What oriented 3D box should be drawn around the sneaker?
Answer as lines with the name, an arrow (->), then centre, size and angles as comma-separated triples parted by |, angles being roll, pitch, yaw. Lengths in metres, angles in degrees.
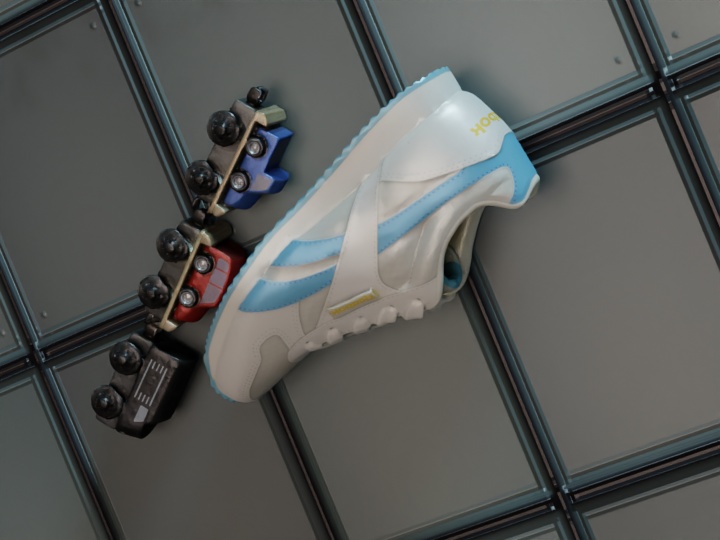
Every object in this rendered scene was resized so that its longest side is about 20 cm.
sneaker -> 0.000, 0.000, 0.886 | 0.081, 0.076, 0.200 | 44, 113, 7

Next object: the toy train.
toy train -> -0.083, 0.000, 0.940 | 0.046, 0.034, 0.200 | 29, 108, 11
